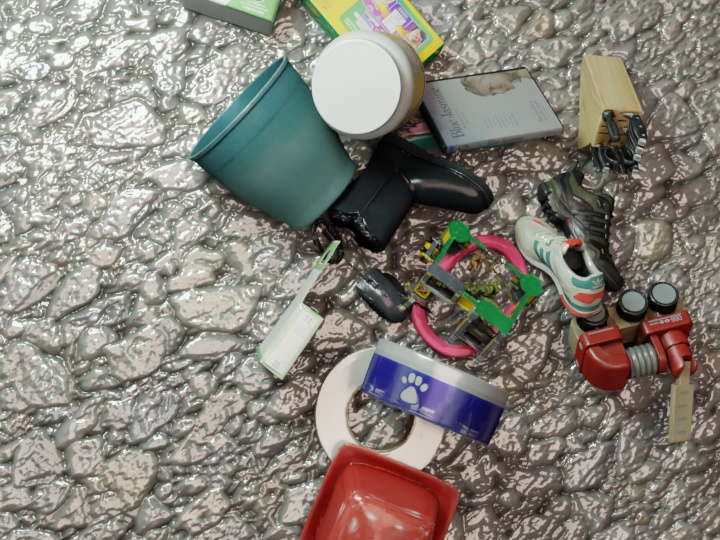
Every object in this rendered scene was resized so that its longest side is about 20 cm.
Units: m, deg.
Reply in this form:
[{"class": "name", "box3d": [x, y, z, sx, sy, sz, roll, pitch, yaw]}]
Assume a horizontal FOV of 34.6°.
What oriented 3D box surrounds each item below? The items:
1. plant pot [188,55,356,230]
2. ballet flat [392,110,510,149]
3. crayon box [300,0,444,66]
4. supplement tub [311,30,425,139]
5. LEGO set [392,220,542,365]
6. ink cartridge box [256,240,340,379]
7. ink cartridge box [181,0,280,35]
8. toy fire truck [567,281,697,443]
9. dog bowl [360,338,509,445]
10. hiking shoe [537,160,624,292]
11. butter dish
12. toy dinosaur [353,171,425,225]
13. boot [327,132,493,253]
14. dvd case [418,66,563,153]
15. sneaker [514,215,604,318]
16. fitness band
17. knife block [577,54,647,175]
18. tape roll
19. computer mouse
[{"class": "plant pot", "box3d": [-0.111, -0.168, 1.658, 0.188, 0.200, 0.200, 44, 82, -15]}, {"class": "ballet flat", "box3d": [0.135, -0.220, 1.753, 0.196, 0.069, 0.072, -6, 67, -7]}, {"class": "crayon box", "box3d": [0.018, -0.373, 1.749, 0.118, 0.058, 0.201, -41, 91, -8]}, {"class": "supplement tub", "box3d": [0.011, -0.260, 1.617, 0.143, 0.200, 0.148, 2, 102, 10]}, {"class": "LEGO set", "box3d": [0.155, 0.039, 1.693, 0.198, 0.116, 0.155, 30, 53, -4]}, {"class": "ink cartridge box", "box3d": [-0.075, 0.053, 1.653, 0.048, 0.145, 0.201, 36, 87, -6]}, {"class": "ink cartridge box", "box3d": [-0.170, -0.475, 1.722, 0.143, 0.084, 0.203, 17, 84, -5]}, {"class": "toy fire truck", "box3d": [0.415, 0.146, 1.704, 0.173, 0.130, 0.202, -13, 54, -8]}, {"class": "dog bowl", "box3d": [0.102, 0.169, 1.609, 0.198, 0.200, 0.080, 24, 86, -4]}, {"class": "hiking shoe", "box3d": [0.356, -0.067, 1.755, 0.100, 0.076, 0.202, -32, 89, -5]}, {"class": "butter dish", "box3d": [0.023, 0.380, 1.629, 0.197, 0.148, 0.203, 22, 104, -4]}, {"class": "toy dinosaur", "box3d": [0.040, -0.121, 1.743, 0.196, 0.061, 0.108, 11, 72, 0]}, {"class": "boot", "box3d": [0.069, -0.089, 1.660, 0.198, 0.077, 0.169, 29, 68, 14]}, {"class": "dvd case", "box3d": [0.187, -0.242, 1.725, 0.197, 0.018, 0.144, -11, 52, -17]}, {"class": "sneaker", "box3d": [0.297, -0.029, 1.700, 0.069, 0.094, 0.201, -17, 51, -19]}, {"class": "fitness band", "box3d": [0.167, 0.039, 1.748, 0.200, 0.037, 0.144, -43, 89, -9]}, {"class": "knife block", "box3d": [0.379, -0.238, 1.721, 0.063, 0.176, 0.204, 4, 85, -7]}, {"class": "tape roll", "box3d": [0.030, 0.215, 1.716, 0.199, 0.037, 0.207, 1, 86, -7]}, {"class": "computer mouse", "box3d": [0.000, 0.000, 1.731, 0.200, 0.034, 0.059, 44, 83, -1]}]
